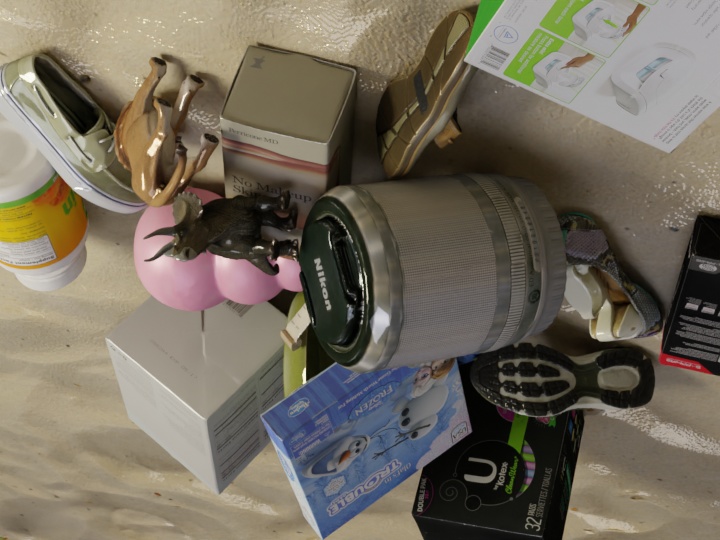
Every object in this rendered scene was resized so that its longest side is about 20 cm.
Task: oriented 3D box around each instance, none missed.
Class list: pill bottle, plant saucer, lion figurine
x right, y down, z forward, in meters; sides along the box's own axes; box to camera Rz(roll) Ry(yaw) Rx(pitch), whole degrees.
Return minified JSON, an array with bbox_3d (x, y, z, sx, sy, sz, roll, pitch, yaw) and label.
[{"bbox_3d":[-0.343,-0.065,1.392,0.111,0.111,0.200,12,149,10],"label":"pill bottle"},{"bbox_3d":[-0.051,0.102,1.420,0.031,0.201,0.200,-1,146,9],"label":"plant saucer"},{"bbox_3d":[-0.182,-0.107,1.201,0.072,0.200,0.123,22,116,-18],"label":"lion figurine"}]

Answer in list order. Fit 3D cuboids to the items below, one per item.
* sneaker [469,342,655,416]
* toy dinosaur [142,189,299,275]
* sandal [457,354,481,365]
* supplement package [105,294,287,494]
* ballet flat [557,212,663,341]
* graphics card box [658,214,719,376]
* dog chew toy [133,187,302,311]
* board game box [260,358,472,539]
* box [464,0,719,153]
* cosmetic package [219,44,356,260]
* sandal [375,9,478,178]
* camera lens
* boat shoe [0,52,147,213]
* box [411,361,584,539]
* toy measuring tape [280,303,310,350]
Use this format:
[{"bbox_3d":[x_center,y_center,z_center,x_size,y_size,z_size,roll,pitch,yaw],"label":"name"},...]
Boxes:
[{"bbox_3d":[0.203,0.119,1.417,0.199,0.077,0.089,5,169,-16],"label":"sneaker"},{"bbox_3d":[-0.110,-0.037,1.195,0.102,0.077,0.200,8,180,11],"label":"toy dinosaur"},{"bbox_3d":[0.048,0.070,1.415,0.199,0.080,0.087,-10,-178,34],"label":"sandal"},{"bbox_3d":[-0.168,0.117,1.513,0.152,0.151,0.200,37,154,19],"label":"supplement package"},{"bbox_3d":[0.229,0.027,1.289,0.072,0.072,0.200,-7,142,35],"label":"ballet flat"},{"bbox_3d":[0.353,0.033,1.251,0.125,0.051,0.200,12,150,11],"label":"graphics card box"},{"bbox_3d":[-0.122,-0.021,1.351,0.199,0.125,0.125,1,146,11],"label":"dog chew toy"},{"bbox_3d":[0.013,0.154,1.352,0.043,0.200,0.199,45,162,36],"label":"board game box"},{"bbox_3d":[0.194,-0.194,0.924,0.176,0.097,0.200,22,149,-8],"label":"box"},{"bbox_3d":[-0.064,-0.098,1.219,0.103,0.087,0.200,14,149,7],"label":"cosmetic package"},{"bbox_3d":[0.064,-0.139,1.116,0.054,0.081,0.200,5,150,-23],"label":"sandal"},{"bbox_3d":[0.057,-0.001,1.174,0.199,0.160,0.160,-8,158,-24],"label":"camera lens"},{"bbox_3d":[-0.266,-0.127,1.294,0.062,0.072,0.200,-18,133,38],"label":"boat shoe"},{"bbox_3d":[0.158,0.215,1.497,0.148,0.200,0.124,6,149,18],"label":"box"},{"bbox_3d":[0.000,0.000,1.309,0.073,0.074,0.200,29,111,-19],"label":"toy measuring tape"}]
